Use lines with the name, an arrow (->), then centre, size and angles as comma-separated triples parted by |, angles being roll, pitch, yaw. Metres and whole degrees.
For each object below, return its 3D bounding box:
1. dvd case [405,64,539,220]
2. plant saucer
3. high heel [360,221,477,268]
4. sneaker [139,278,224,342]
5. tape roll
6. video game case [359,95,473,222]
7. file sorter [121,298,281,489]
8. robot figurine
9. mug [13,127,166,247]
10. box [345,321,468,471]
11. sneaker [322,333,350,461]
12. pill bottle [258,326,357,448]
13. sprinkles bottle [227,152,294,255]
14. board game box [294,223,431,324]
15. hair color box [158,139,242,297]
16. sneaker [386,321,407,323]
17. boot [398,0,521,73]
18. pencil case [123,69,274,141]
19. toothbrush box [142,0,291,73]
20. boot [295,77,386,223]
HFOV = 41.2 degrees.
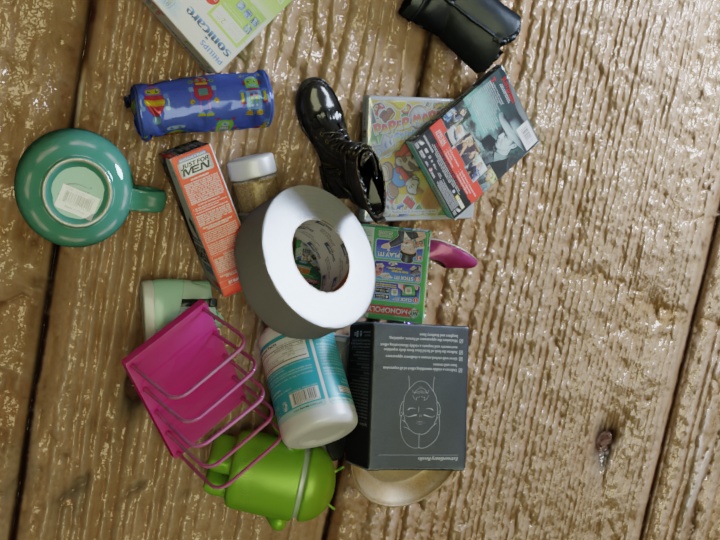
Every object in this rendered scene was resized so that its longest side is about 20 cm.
dvd case -> 0.175, -0.196, 1.465 | 0.200, 0.022, 0.147 | -42, 117, -15
plant saucer -> 0.070, 0.268, 1.474 | 0.198, 0.035, 0.203 | -10, 116, -22
high heel -> 0.079, -0.007, 1.459 | 0.198, 0.067, 0.097 | 16, 85, -17
sneaker -> -0.247, 0.111, 1.363 | 0.117, 0.074, 0.203 | -5, 102, -18
tape roll -> -0.072, -0.010, 1.300 | 0.199, 0.066, 0.203 | 19, 60, -37
video game case -> 0.090, -0.168, 1.447 | 0.198, 0.023, 0.185 | -3, 101, -28
file sorter -> -0.205, 0.175, 1.307 | 0.139, 0.125, 0.202 | -39, 135, -25
robot figurine -> -0.126, 0.301, 1.406 | 0.197, 0.116, 0.177 | 12, 115, -3
mug -> -0.359, -0.114, 1.258 | 0.183, 0.114, 0.154 | -25, 107, -13
box -> 0.065, 0.176, 1.359 | 0.146, 0.107, 0.203 | 4, 84, -19
sneaker -> -0.010, 0.194, 1.440 | 0.114, 0.075, 0.203 | 1, 102, 19
pill bottle -> -0.079, 0.138, 1.348 | 0.109, 0.111, 0.202 | -9, 65, -18
sprinkles bottle -> -0.137, -0.063, 1.369 | 0.067, 0.068, 0.203 | -15, 102, -17
board game box -> 0.000, 0.000, 1.408 | 0.197, 0.029, 0.137 | 6, 100, 9
hair color box -> -0.209, -0.074, 1.323 | 0.063, 0.111, 0.202 | -22, 106, -15
sneaker -> 0.073, 0.164, 1.496 | 0.098, 0.070, 0.203 | 3, 107, -21
boot -> 0.171, -0.414, 1.414 | 0.167, 0.076, 0.202 | 29, 96, -19
pencil case -> -0.218, -0.223, 1.310 | 0.197, 0.087, 0.079 | -10, 67, -19
toothbrush box -> -0.178, -0.387, 1.290 | 0.200, 0.086, 0.146 | -45, 111, -6
boot -> -0.018, -0.173, 1.339 | 0.069, 0.174, 0.202 | -23, 107, -14
